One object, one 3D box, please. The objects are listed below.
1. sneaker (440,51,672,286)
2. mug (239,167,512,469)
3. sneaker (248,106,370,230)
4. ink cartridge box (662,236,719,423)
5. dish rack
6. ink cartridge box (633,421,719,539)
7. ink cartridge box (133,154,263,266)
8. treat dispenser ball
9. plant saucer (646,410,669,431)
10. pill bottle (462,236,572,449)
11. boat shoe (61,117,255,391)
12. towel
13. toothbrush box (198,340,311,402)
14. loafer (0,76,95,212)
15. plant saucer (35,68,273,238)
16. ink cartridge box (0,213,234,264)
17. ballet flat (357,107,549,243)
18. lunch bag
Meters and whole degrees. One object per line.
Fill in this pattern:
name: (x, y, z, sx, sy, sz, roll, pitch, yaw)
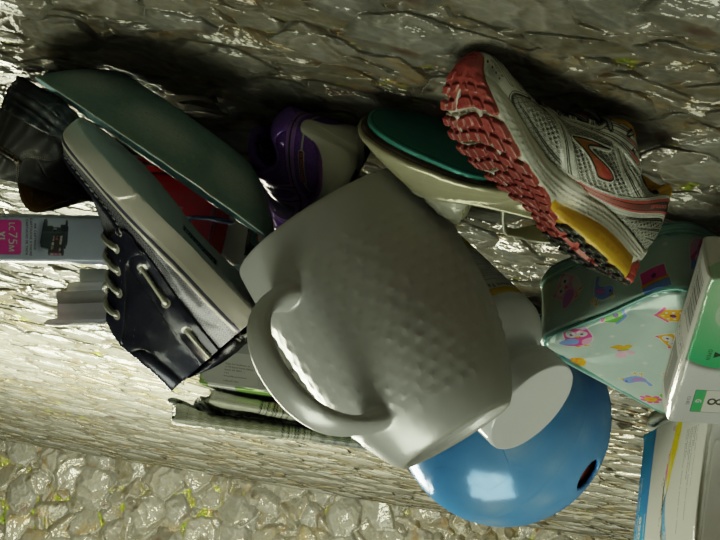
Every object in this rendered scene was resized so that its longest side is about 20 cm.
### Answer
sneaker: (0.124, -0.077, 1.230, 0.200, 0.082, 0.078, 42, 170, -38)
mug: (0.005, 0.045, 1.326, 0.200, 0.176, 0.148, -19, 164, -47)
sneaker: (-0.046, -0.072, 1.417, 0.083, 0.081, 0.200, 28, 158, -1)
ink cartridge box: (0.328, 0.048, 1.396, 0.199, 0.050, 0.161, 4, 137, -1)
dish rack: (-0.131, 0.015, 1.507, 0.199, 0.044, 0.172, -1, -178, 10)
ink cartridge box: (0.315, 0.197, 1.566, 0.146, 0.146, 0.200, 9, 167, -4)
ink cartridge box: (-0.137, -0.033, 1.621, 0.116, 0.068, 0.200, 2, 164, 29)
treat dispenser ball: (0.133, 0.137, 1.812, 0.200, 0.202, 0.201, 11, 167, 3)
plant saucer: (0.346, 0.124, 1.664, 0.199, 0.051, 0.200, 9, 167, 2)
pill bottle: (0.065, 0.040, 1.472, 0.200, 0.112, 0.112, 45, -173, 32)
boat shoe: (-0.160, -0.006, 1.369, 0.200, 0.093, 0.075, 48, -169, -7)
towel: (-0.070, 0.128, 1.689, 0.199, 0.035, 0.193, 7, 176, -6)
toothbrush box: (-0.045, 0.075, 1.677, 0.145, 0.087, 0.200, 7, 171, 9)
loafer: (-0.233, -0.078, 1.470, 0.073, 0.072, 0.200, 31, 172, 21)
plant saucer: (-0.132, -0.090, 1.349, 0.201, 0.039, 0.201, 35, 177, 2)
ink cartridge box: (-0.200, -0.024, 1.454, 0.199, 0.042, 0.119, -2, -178, -13)
ballet flat: (0.090, -0.055, 1.310, 0.199, 0.070, 0.069, 13, 167, -4)
lunch bag: (0.237, 0.040, 1.506, 0.160, 0.077, 0.200, -21, 142, 40)
